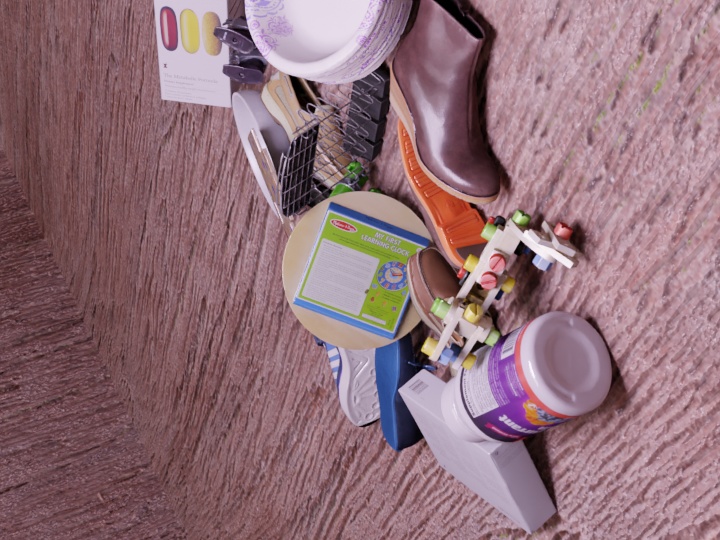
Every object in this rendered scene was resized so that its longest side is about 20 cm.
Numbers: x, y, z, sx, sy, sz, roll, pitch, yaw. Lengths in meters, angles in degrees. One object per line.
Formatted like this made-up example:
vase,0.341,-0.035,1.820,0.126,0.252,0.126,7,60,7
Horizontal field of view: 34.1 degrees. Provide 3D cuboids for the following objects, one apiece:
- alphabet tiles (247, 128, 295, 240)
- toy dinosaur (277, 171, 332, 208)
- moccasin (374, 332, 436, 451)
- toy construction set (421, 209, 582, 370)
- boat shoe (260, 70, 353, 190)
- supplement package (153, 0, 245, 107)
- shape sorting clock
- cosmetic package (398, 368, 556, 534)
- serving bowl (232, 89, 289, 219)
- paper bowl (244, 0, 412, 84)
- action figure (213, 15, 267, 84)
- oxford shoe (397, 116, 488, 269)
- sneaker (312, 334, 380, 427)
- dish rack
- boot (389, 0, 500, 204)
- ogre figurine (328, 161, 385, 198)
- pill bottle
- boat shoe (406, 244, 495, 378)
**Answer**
alphabet tiles,-0.118,-0.113,1.604,0.200,0.008,0.168,-172,60,-82
toy dinosaur,-0.062,-0.104,1.611,0.200,0.048,0.088,34,-178,-43
moccasin,0.062,0.155,1.624,0.081,0.068,0.201,-129,31,-49
toy construction set,0.144,0.010,1.253,0.092,0.200,0.131,43,-161,-4
boat shoe,-0.060,-0.197,1.599,0.200,0.072,0.076,51,127,12
supplement package,-0.234,-0.359,1.724,0.110,0.113,0.201,-77,-8,-49
shape sorting clock,0.000,0.000,1.483,0.039,0.199,0.201,-123,16,-80
cosmetic package,0.145,0.225,1.476,0.200,0.052,0.151,30,152,53
serving bowl,-0.120,-0.177,1.715,0.201,0.065,0.200,62,168,24
paper bowl,-0.027,-0.315,1.340,0.200,0.104,0.202,-2,87,36
action figure,-0.135,-0.334,1.555,0.201,0.069,0.131,-72,-6,-49
oxford shoe,0.086,-0.091,1.382,0.073,0.071,0.201,153,98,-73
sneaker,-0.022,0.119,1.763,0.146,0.080,0.201,-134,29,-55
dish rack,-0.040,-0.159,1.442,0.054,0.200,0.154,35,143,22
boot,0.102,-0.187,1.272,0.200,0.072,0.167,54,148,23
ogre figurine,-0.018,-0.029,1.563,0.098,0.120,0.201,32,138,21
pill bottle,0.173,0.127,1.288,0.200,0.111,0.112,-37,75,55
boat shoe,0.128,0.060,1.419,0.201,0.075,0.074,61,150,-2
